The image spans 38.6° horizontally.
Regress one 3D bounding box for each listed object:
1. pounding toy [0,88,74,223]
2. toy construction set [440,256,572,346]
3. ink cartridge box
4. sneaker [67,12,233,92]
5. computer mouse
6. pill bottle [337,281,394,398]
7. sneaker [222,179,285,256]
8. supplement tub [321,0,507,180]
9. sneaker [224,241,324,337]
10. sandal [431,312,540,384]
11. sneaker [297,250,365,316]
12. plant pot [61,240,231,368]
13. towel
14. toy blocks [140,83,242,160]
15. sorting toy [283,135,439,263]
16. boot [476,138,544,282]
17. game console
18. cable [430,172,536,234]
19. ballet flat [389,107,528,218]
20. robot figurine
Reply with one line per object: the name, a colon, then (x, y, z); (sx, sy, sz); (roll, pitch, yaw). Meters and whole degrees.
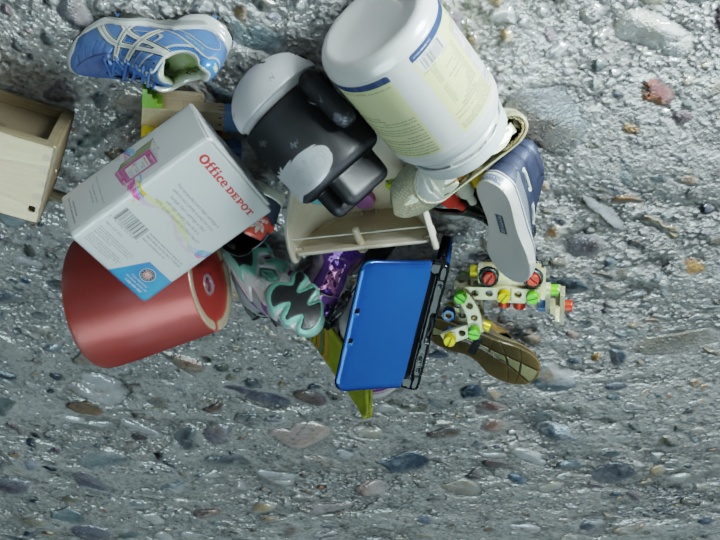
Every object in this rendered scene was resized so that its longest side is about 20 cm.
pounding toy: (-0.441, -0.137, 1.273); (0.184, 0.200, 0.142); (16, 111, -14)
toy construction set: (0.214, 0.045, 1.495); (0.199, 0.092, 0.131); (-5, 116, -2)
ink cartridge box: (-0.231, -0.080, 1.238); (0.200, 0.085, 0.145); (-34, 134, 5)
sneaker: (-0.250, -0.250, 1.191); (0.199, 0.077, 0.076); (-5, 141, 13)
computer mouse: (0.000, 0.000, 1.440); (0.034, 0.059, 0.200); (38, 100, 8)
pill bottle: (0.020, 0.098, 1.558); (0.112, 0.112, 0.200); (5, 141, -1)
sneaker: (-0.169, -0.055, 1.373); (0.075, 0.085, 0.200); (24, 160, -18)
supplement tub: (0.066, -0.210, 1.159); (0.145, 0.145, 0.200); (-21, 134, 27)
sneaker: (-0.118, 0.049, 1.479); (0.078, 0.200, 0.140); (-29, 148, -21)
sandal: (0.196, 0.111, 1.614); (0.200, 0.054, 0.080); (26, 132, -3)
sneaker: (-0.046, 0.012, 1.480); (0.080, 0.089, 0.200); (19, 137, -16)
plant pot: (-0.288, 0.029, 1.434); (0.177, 0.201, 0.201); (-9, 139, 15)
towel: (-0.036, 0.130, 1.547); (0.018, 0.200, 0.086); (-21, 136, -20)
toy blocks: (-0.210, -0.147, 1.302); (0.136, 0.100, 0.200); (2, 127, -13)
sorting toy: (-0.009, -0.114, 1.327); (0.199, 0.107, 0.180); (-5, 131, 14)
boot: (0.211, -0.075, 1.343); (0.073, 0.090, 0.200); (26, 152, 31)
game console: (0.048, 0.056, 1.427); (0.118, 0.171, 0.200); (14, 114, 2)
cable: (0.158, -0.078, 1.375); (0.097, 0.050, 0.200); (-40, 124, 15)
ballet flat: (0.118, -0.134, 1.250); (0.200, 0.062, 0.067); (-38, 104, -1)
robot figurine: (-0.060, -0.162, 1.208); (0.150, 0.125, 0.200); (-42, 91, 24)
